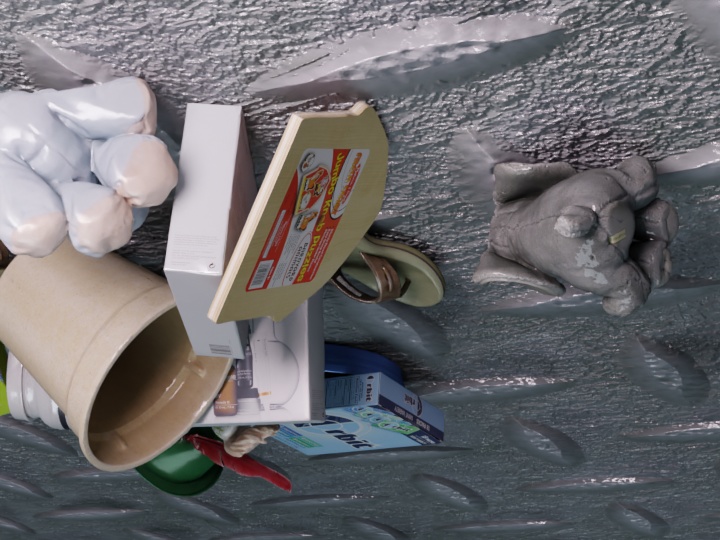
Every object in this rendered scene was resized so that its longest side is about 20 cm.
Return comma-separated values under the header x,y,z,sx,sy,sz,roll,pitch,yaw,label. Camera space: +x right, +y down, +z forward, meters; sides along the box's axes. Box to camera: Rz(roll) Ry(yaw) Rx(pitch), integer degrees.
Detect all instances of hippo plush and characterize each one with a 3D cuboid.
x,y,z,sx,sy,sz,roll,pitch,yaw,label
-0.246,-0.061,1.081,0.200,0.159,0.161,5,156,-4,hippo plush

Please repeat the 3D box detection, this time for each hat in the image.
x,y,z,sx,sy,sz,roll,pitch,yaw,label
-0.177,0.176,1.636,0.200,0.166,0.176,45,131,-14,hat

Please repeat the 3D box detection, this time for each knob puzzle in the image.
x,y,z,sx,sy,sz,roll,pitch,yaw,label
-0.041,-0.050,1.094,0.030,0.220,0.220,31,166,23,knob puzzle

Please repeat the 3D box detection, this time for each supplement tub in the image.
x,y,z,sx,sy,sz,roll,pitch,yaw,label
-0.286,0.114,1.522,0.200,0.140,0.140,4,157,0,supplement tub

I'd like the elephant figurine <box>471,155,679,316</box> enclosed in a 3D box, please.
x,y,z,sx,sy,sz,roll,pitch,yaw,label
0.157,-0.028,1.153,0.200,0.142,0.155,3,133,44,elephant figurine

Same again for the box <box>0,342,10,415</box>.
x,y,z,sx,sy,sz,roll,pitch,yaw,label
-0.429,0.077,1.480,0.048,0.122,0.200,-19,159,-8,box

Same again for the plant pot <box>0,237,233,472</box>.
x,y,z,sx,sy,sz,roll,pitch,yaw,label
-0.251,0.061,1.306,0.183,0.200,0.200,34,170,26,plant pot

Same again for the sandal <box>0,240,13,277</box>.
x,y,z,sx,sy,sz,roll,pitch,yaw,label
-0.380,-0.020,1.335,0.080,0.057,0.201,28,-175,23,sandal

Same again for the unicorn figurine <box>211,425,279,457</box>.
x,y,z,sx,sy,sz,roll,pitch,yaw,label
-0.158,0.135,1.588,0.074,0.200,0.137,25,123,-30,unicorn figurine

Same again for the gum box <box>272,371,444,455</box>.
x,y,z,sx,sy,sz,roll,pitch,yaw,label
-0.023,0.179,1.654,0.200,0.045,0.170,-9,154,29,gum box

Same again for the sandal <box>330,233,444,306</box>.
x,y,z,sx,sy,sz,roll,pitch,yaw,label
-0.001,0.000,1.294,0.080,0.057,0.201,-18,148,41,sandal

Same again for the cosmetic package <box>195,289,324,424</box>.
x,y,z,sx,sy,sz,roll,pitch,yaw,label
-0.138,0.085,1.395,0.200,0.151,0.052,-4,170,18,cosmetic package

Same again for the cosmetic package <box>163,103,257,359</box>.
x,y,z,sx,sy,sz,roll,pitch,yaw,label
-0.122,-0.028,1.149,0.052,0.151,0.200,5,157,3,cosmetic package

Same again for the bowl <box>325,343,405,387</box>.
x,y,z,sx,sy,sz,roll,pitch,yaw,label
-0.043,0.139,1.671,0.200,0.039,0.201,3,157,1,bowl
